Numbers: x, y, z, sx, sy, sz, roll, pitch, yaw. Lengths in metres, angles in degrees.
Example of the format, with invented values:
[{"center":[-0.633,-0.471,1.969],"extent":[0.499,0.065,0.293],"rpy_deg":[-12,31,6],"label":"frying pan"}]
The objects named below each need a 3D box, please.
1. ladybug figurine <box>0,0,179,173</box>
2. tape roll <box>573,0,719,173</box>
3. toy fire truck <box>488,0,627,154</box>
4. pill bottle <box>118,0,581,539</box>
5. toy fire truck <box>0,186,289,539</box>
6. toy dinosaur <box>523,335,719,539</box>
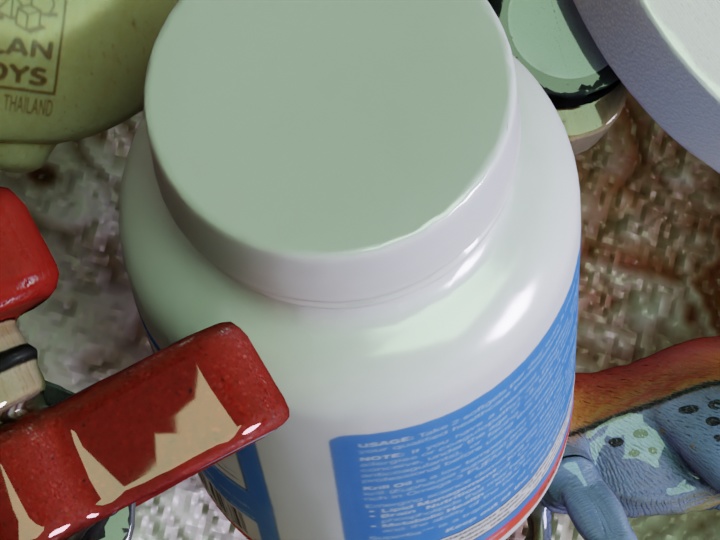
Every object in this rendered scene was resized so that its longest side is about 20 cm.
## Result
[{"center":[-0.084,-0.123,0.662],"extent":[0.136,0.072,0.200],"rpy_deg":[7,83,-10],"label":"ladybug figurine"},{"center":[0.147,-0.113,0.736],"extent":[0.203,0.037,0.203],"rpy_deg":[4,78,-18],"label":"tape roll"},{"center":[-0.033,-0.100,0.756],"extent":[0.200,0.129,0.176],"rpy_deg":[-17,87,-3],"label":"toy fire truck"},{"center":[0.000,0.000,0.655],"extent":[0.112,0.200,0.112],"rpy_deg":[-1,67,2],"label":"pill bottle"},{"center":[-0.114,0.069,0.573],"extent":[0.200,0.168,0.112],"rpy_deg":[-29,89,-10],"label":"toy fire truck"},{"center":[0.073,0.050,0.782],"extent":[0.181,0.105,0.200],"rpy_deg":[23,80,-9],"label":"toy dinosaur"}]
